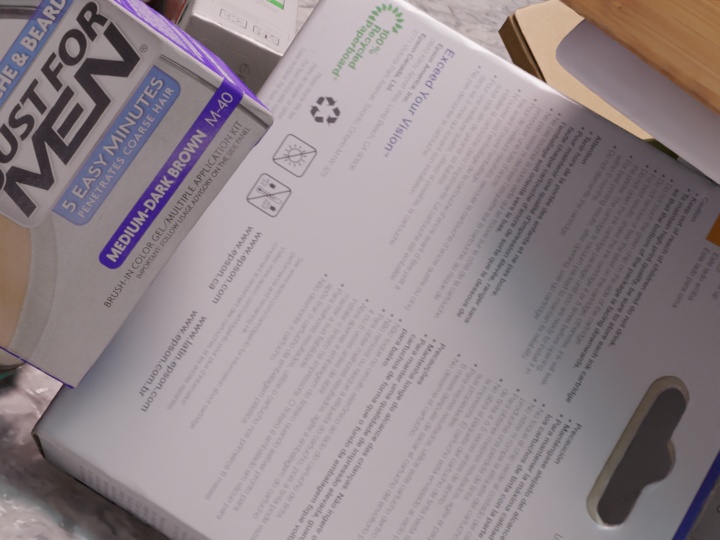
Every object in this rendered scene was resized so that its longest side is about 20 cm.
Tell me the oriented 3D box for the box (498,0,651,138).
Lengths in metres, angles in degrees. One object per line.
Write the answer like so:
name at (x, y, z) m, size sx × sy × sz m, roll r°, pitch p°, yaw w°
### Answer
box at (0.179, -0.057, 0.947) m, size 0.162 × 0.021 × 0.201 m, roll -16°, pitch 72°, yaw -23°

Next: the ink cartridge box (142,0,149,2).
ink cartridge box at (-0.198, -0.176, 0.920) m, size 0.199 × 0.047 × 0.197 m, roll -24°, pitch 48°, yaw -31°

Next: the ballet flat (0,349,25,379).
ballet flat at (-0.158, -0.038, 0.717) m, size 0.067 × 0.064 × 0.200 m, roll 15°, pitch 24°, yaw -32°

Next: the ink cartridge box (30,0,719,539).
ink cartridge box at (0.027, 0.028, 0.638) m, size 0.199 × 0.200 × 0.041 m, roll 31°, pitch -18°, yaw 8°

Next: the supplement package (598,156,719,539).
supplement package at (0.189, 0.063, 0.742) m, size 0.199 × 0.192 × 0.147 m, roll 5°, pitch 31°, yaw -48°

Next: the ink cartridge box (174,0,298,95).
ink cartridge box at (-0.072, -0.087, 0.884) m, size 0.050 × 0.110 × 0.200 m, roll 24°, pitch 20°, yaw -10°

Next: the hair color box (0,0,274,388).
hair color box at (-0.136, -0.062, 0.562) m, size 0.199 × 0.110 × 0.065 m, roll 33°, pitch 8°, yaw -31°

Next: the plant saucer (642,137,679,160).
plant saucer at (0.065, 0.004, 0.775) m, size 0.199 × 0.199 × 0.031 m, roll 3°, pitch 63°, yaw -50°

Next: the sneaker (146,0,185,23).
sneaker at (-0.091, -0.122, 1.006) m, size 0.082 × 0.077 × 0.200 m, roll 37°, pitch 21°, yaw 3°

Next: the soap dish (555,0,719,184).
soap dish at (0.175, -0.066, 0.640) m, size 0.199 × 0.082 × 0.157 m, roll -2°, pitch 35°, yaw -50°
